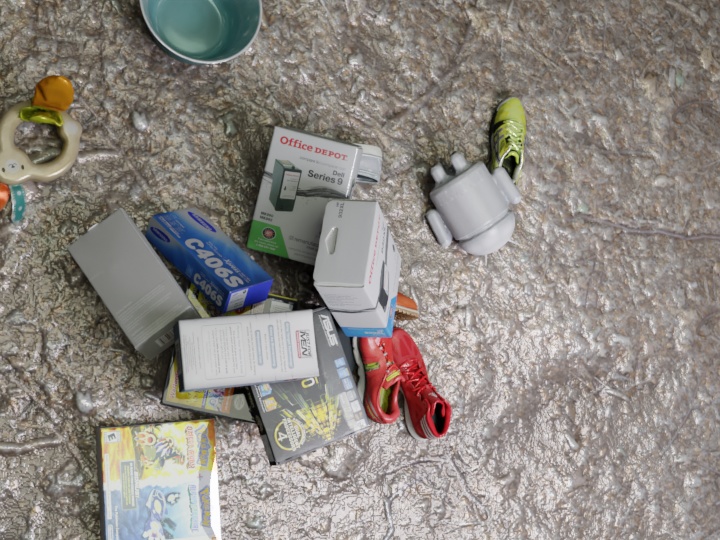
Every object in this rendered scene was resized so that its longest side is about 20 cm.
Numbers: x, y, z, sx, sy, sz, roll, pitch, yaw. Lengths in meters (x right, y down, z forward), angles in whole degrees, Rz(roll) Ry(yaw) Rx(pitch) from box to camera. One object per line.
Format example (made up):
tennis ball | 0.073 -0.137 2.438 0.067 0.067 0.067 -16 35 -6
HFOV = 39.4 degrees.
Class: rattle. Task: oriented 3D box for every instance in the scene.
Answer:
rattle | -0.489 -0.174 1.494 0.130 0.142 0.201 46 61 -30

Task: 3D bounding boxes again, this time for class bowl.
bowl | -0.269 -0.418 1.635 0.198 0.105 0.204 3 81 -23

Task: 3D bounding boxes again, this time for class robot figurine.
robot figurine | 0.199 -0.112 1.780 0.169 0.113 0.201 -32 95 16

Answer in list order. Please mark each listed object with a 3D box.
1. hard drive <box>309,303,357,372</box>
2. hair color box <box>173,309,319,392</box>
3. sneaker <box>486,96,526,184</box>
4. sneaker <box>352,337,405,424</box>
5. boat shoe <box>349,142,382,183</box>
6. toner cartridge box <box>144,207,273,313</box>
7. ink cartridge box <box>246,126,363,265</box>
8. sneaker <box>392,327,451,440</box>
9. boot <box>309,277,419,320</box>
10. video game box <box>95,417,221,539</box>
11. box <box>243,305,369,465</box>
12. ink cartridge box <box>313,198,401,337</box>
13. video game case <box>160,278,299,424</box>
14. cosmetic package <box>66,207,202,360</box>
hard drive | -0.076 0.176 1.634 0.140 0.033 0.202 45 65 -44
hair color box | -0.165 0.116 1.455 0.197 0.061 0.100 -4 81 -18
sneaker | 0.279 -0.227 1.850 0.074 0.076 0.203 13 76 -18
sneaker | 0.040 0.158 1.666 0.076 0.084 0.203 -14 107 -36
boat shoe | -0.052 -0.177 1.709 0.198 0.070 0.073 0 81 -24
toner cartridge box | -0.234 -0.019 1.550 0.200 0.044 0.094 40 33 26
ink cartridge box | -0.089 -0.120 1.621 0.144 0.084 0.203 14 98 4
sneaker | 0.106 0.188 1.695 0.078 0.115 0.202 -23 91 -23
boot | 0.021 0.016 1.712 0.198 0.075 0.108 24 69 -16
video game box | -0.308 0.334 1.542 0.180 0.047 0.203 -2 83 -25
box | -0.093 0.174 1.525 0.159 0.049 0.202 -17 84 -23
ink cartridge box | 0.000 0.000 1.558 0.083 0.200 0.147 2 66 15
video game case | -0.199 0.124 1.548 0.178 0.026 0.203 13 76 -10
cosmetic package | -0.338 0.020 1.507 0.106 0.090 0.201 -35 71 -6
